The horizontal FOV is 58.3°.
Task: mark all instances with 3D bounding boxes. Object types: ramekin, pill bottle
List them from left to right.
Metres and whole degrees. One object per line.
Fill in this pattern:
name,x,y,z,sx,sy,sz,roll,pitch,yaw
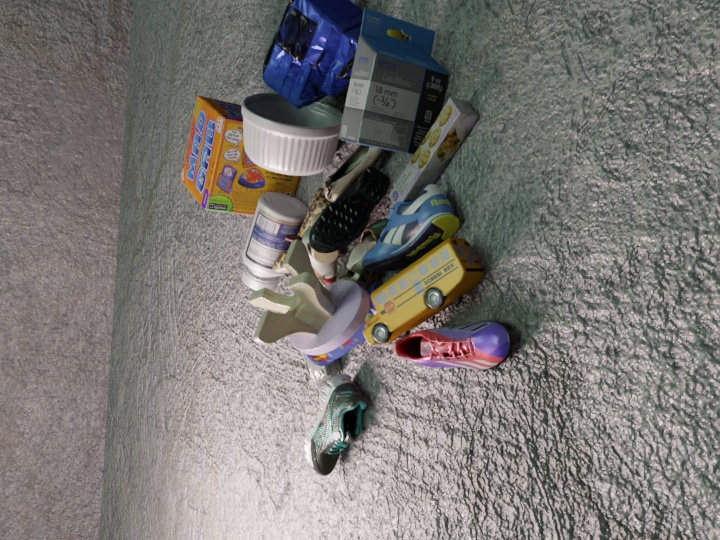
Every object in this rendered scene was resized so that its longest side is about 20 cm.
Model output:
pill bottle,-0.192,-0.058,1.396,0.111,0.111,0.201,52,129,45
ramekin,-0.135,-0.266,1.264,0.200,0.199,0.105,50,137,47

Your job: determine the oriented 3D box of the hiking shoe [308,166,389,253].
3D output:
hiking shoe,-0.024,-0.089,1.118,0.076,0.200,0.101,42,148,-2

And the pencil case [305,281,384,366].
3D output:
pencil case,-0.016,0.092,1.106,0.200,0.087,0.078,-33,102,33

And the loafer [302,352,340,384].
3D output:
loafer,-0.097,0.127,1.270,0.070,0.070,0.201,-39,55,38

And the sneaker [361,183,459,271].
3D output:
sneaker,0.074,-0.062,1.029,0.200,0.074,0.083,-35,59,40

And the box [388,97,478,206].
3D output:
box,0.111,-0.176,1.011,0.200,0.039,0.042,-56,42,37

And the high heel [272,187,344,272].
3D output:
high heel,-0.116,-0.076,1.309,0.200,0.071,0.143,-18,78,38

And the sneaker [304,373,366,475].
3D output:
sneaker,-0.042,0.293,1.168,0.091,0.077,0.201,32,115,49

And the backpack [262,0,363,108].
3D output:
backpack,-0.084,-0.401,1.209,0.168,0.162,0.200,41,126,5

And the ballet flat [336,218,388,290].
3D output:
ballet flat,0.000,0.000,1.127,0.068,0.072,0.200,43,123,30

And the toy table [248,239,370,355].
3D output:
toy table,-0.090,0.053,1.048,0.200,0.117,0.184,-30,37,43

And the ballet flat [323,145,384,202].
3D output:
ballet flat,-0.008,-0.200,1.167,0.200,0.046,0.068,-48,27,35

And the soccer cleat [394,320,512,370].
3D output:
soccer cleat,0.130,0.109,0.921,0.200,0.073,0.069,-14,75,56

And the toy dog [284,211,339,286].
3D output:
toy dog,-0.090,-0.008,1.195,0.132,0.096,0.201,-103,13,-72

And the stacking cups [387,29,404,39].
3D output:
stacking cups,0.046,-0.311,1.098,0.060,0.060,0.201,-14,72,55

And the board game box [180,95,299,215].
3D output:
board game box,-0.262,-0.252,1.442,0.200,0.199,0.201,43,121,50

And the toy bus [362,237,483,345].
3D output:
toy bus,0.085,0.037,0.956,0.200,0.065,0.079,-37,70,31

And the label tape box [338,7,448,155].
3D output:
label tape box,0.059,-0.289,1.007,0.063,0.144,0.201,29,111,54
